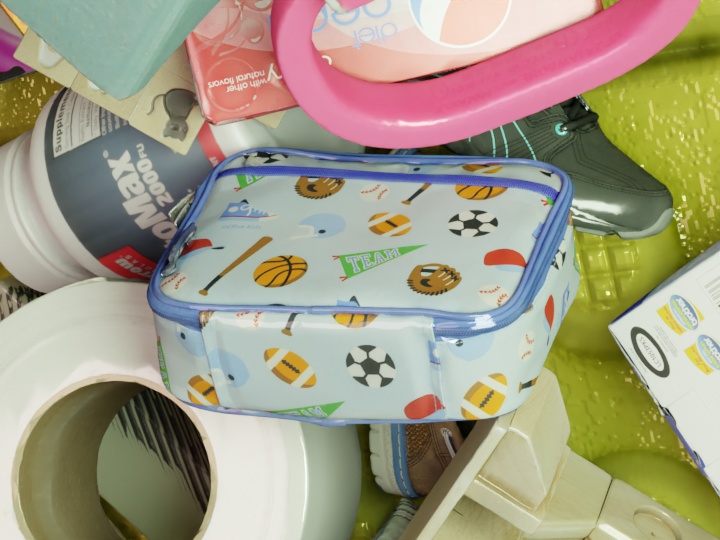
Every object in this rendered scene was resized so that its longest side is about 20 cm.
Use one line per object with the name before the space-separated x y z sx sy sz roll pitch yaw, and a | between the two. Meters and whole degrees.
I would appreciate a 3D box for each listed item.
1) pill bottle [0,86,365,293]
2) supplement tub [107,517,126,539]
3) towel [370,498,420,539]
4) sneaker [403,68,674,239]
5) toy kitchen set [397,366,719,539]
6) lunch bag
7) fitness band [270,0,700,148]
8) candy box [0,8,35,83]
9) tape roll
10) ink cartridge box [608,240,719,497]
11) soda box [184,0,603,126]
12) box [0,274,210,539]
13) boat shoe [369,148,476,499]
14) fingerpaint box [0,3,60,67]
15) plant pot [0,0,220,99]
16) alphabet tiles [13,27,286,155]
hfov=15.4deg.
pill bottle | -0.107 -0.059 1.433 0.199 0.119 0.120 -23 93 36
supplement tub | -0.232 0.231 1.596 0.144 0.144 0.200 47 124 10
towel | 0.064 0.212 1.345 0.192 0.200 0.035 35 124 5
sneaker | 0.075 -0.085 1.337 0.199 0.075 0.080 31 107 12
toy kitchen set | 0.112 0.153 1.288 0.180 0.200 0.164 31 122 0
lunch bag | 0.000 0.000 1.268 0.199 0.161 0.076 5 127 18
fitness band | 0.057 -0.118 1.196 0.199 0.144 0.038 -21 54 16
candy box | -0.174 -0.183 1.471 0.199 0.061 0.137 -15 97 35
tape roll | -0.109 0.107 1.388 0.201 0.139 0.204 0 89 12
ink cartridge box | 0.216 0.039 1.286 0.200 0.076 0.137 -37 84 34
soda box | 0.015 -0.125 1.284 0.199 0.063 0.070 -13 96 2
box | -0.128 0.082 1.519 0.200 0.082 0.069 40 121 14
boat shoe | 0.045 0.029 1.402 0.072 0.072 0.201 9 120 25
fingerpaint box | -0.129 -0.230 1.350 0.200 0.073 0.167 -37 95 6
plant pot | -0.089 -0.239 1.158 0.196 0.196 0.200 40 134 -3
alphabet tiles | -0.082 -0.169 1.317 0.166 0.006 0.201 29 95 -4
